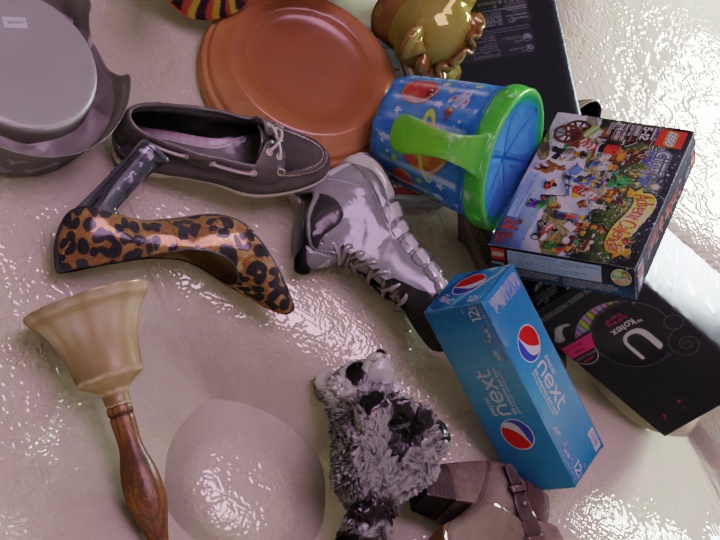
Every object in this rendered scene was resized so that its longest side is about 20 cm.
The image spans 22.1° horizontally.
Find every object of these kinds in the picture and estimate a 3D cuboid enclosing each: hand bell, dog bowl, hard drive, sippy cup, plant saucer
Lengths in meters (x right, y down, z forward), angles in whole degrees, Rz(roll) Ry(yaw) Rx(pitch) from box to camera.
[{"bbox_3d":[-0.188,0.118,1.452,0.104,0.104,0.201,-12,81,-39],"label":"hand bell"},{"bbox_3d":[-0.297,-0.169,1.563,0.199,0.059,0.201,18,53,-25],"label":"dog bowl"},{"bbox_3d":[0.139,-0.208,1.854,0.139,0.033,0.201,-9,62,2],"label":"hard drive"},{"bbox_3d":[0.084,-0.119,1.702,0.130,0.178,0.140,19,63,23],"label":"sippy cup"},{"bbox_3d":[-0.053,-0.184,1.731,0.199,0.037,0.201,10,60,-17],"label":"plant saucer"}]

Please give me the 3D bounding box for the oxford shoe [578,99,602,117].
[{"bbox_3d":[0.194,-0.099,1.834,0.070,0.075,0.201,40,46,-30],"label":"oxford shoe"}]

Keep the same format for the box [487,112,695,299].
[{"bbox_3d":[0.213,-0.063,1.678,0.136,0.038,0.200,9,44,22],"label":"box"}]

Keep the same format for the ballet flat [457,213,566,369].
[{"bbox_3d":[0.139,0.018,1.757,0.067,0.046,0.201,-10,73,-54],"label":"ballet flat"}]

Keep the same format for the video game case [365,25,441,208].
[{"bbox_3d":[-0.001,-0.152,1.781,0.143,0.017,0.201,1,62,-34],"label":"video game case"}]

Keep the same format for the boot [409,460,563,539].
[{"bbox_3d":[0.111,0.250,1.570,0.146,0.070,0.201,19,54,-26],"label":"boot"}]

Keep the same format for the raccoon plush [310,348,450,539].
[{"bbox_3d":[-0.016,0.162,1.554,0.097,0.134,0.200,39,78,-27],"label":"raccoon plush"}]

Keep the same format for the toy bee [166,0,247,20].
[{"bbox_3d":[-0.201,-0.295,1.695,0.200,0.109,0.131,50,14,-10],"label":"toy bee"}]

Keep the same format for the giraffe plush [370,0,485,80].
[{"bbox_3d":[0.078,-0.263,1.786,0.172,0.200,0.163,24,90,-34],"label":"giraffe plush"}]

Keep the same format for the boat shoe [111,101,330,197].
[{"bbox_3d":[-0.118,-0.109,1.618,0.199,0.057,0.067,4,57,-15],"label":"boat shoe"}]

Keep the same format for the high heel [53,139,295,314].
[{"bbox_3d":[-0.159,0.004,1.555,0.200,0.071,0.143,43,60,-9],"label":"high heel"}]

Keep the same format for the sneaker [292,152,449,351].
[{"bbox_3d":[0.000,0.000,1.662,0.115,0.075,0.200,-23,77,-27],"label":"sneaker"}]

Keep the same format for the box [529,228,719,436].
[{"bbox_3d":[0.270,0.043,1.746,0.200,0.122,0.106,38,39,-21],"label":"box"}]

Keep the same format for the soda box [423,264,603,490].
[{"bbox_3d":[0.137,0.097,1.634,0.064,0.068,0.200,-46,116,-44],"label":"soda box"}]
